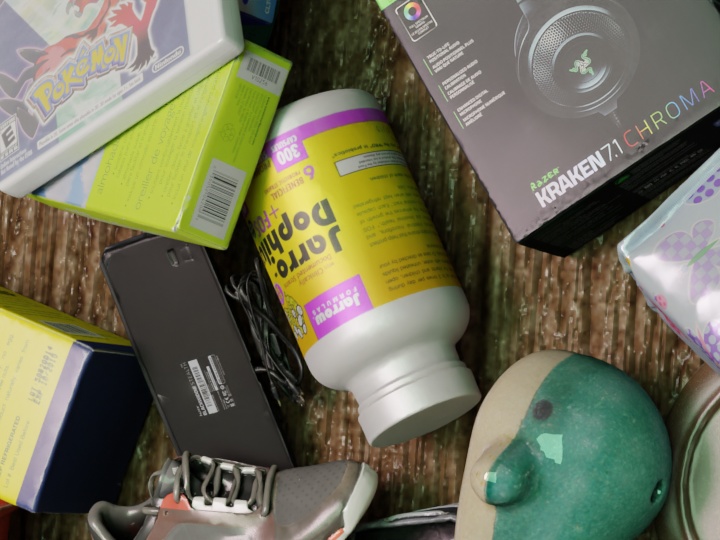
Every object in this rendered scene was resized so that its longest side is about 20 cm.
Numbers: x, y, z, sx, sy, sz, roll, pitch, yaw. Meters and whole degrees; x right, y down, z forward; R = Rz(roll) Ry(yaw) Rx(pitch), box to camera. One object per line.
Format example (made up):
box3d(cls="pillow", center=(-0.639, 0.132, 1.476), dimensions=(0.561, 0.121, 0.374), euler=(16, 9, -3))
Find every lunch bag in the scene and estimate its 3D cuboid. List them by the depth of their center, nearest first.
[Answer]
box3d(cls="lunch bag", center=(0.274, -0.008, 1.606), dimensions=(0.200, 0.127, 0.170), euler=(-45, 62, 1))

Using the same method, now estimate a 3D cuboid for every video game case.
box3d(cls="video game case", center=(-0.155, -0.165, 1.762), dimensions=(0.200, 0.023, 0.183), euler=(-31, 54, 34))

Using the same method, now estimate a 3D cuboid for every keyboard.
box3d(cls="keyboard", center=(-0.079, 0.062, 1.789), dimensions=(0.104, 0.040, 0.201), euler=(-16, 101, 26))

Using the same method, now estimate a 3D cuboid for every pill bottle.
box3d(cls="pill bottle", center=(0.000, 0.000, 1.740), dimensions=(0.104, 0.104, 0.201), euler=(-29, 75, 18))

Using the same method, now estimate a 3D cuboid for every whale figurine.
box3d(cls="whale figurine", center=(0.111, 0.146, 1.652), dimensions=(0.103, 0.159, 0.201), euler=(14, 71, 26))

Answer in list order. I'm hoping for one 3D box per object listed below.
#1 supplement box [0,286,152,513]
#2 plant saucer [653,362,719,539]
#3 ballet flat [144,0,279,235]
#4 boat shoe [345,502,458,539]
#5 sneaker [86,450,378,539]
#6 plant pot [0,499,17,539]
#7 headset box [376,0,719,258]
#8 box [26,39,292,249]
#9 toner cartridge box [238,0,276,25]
box3d(cls="supplement box", center=(-0.243, 0.067, 1.832), dimensions=(0.199, 0.109, 0.109), euler=(22, 94, 22))
box3d(cls="plant saucer", center=(0.258, 0.126, 1.662), dimensions=(0.199, 0.032, 0.201), euler=(-2, 84, 21))
box3d(cls="ballet flat", center=(-0.104, -0.097, 1.820), dimensions=(0.063, 0.069, 0.201), euler=(15, 83, 37))
box3d(cls="boat shoe", center=(-0.010, 0.187, 1.746), dimensions=(0.199, 0.068, 0.072), euler=(-17, 79, 20))
box3d(cls="sneaker", center=(-0.084, 0.146, 1.744), dimensions=(0.199, 0.077, 0.082), euler=(-22, 116, 27))
box3d(cls="plant pot", center=(-0.312, 0.236, 1.811), dimensions=(0.200, 0.201, 0.196), euler=(3, 94, 23))
box3d(cls="headset box", center=(0.126, -0.140, 1.706), dimensions=(0.174, 0.093, 0.200), euler=(-33, 73, 16))
box3d(cls="box", center=(-0.135, -0.088, 1.764), dimensions=(0.200, 0.048, 0.122), euler=(14, 83, 50))
box3d(cls="toner cartridge box", center=(-0.129, -0.203, 1.805), dimensions=(0.199, 0.043, 0.095), euler=(5, 82, 43))
